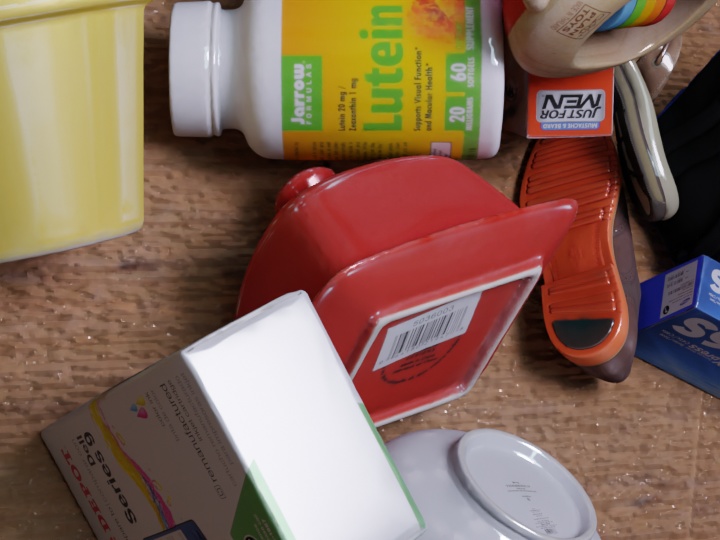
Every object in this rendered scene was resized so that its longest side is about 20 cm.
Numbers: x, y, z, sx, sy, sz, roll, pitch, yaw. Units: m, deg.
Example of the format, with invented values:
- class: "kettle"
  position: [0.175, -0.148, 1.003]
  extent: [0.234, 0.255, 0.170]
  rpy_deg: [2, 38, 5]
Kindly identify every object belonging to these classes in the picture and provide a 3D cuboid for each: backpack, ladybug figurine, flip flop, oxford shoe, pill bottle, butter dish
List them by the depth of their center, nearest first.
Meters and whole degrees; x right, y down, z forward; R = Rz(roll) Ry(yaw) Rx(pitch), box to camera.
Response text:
- class: "ladybug figurine"
  position: [0.149, -0.176, 1.258]
  extent: [0.200, 0.136, 0.072]
  rpy_deg: [-11, 64, -56]
- class: "butter dish"
  position: [0.000, 0.000, 1.268]
  extent: [0.200, 0.200, 0.148]
  rpy_deg: [-17, 60, -35]
- class: "pill bottle"
  position: [-0.015, -0.123, 1.282]
  extent: [0.199, 0.111, 0.111]
  rpy_deg: [0, 71, 0]
- class: "flip flop"
  position: [0.193, -0.134, 1.413]
  extent: [0.057, 0.081, 0.200]
  rpy_deg: [-13, 82, 0]
- class: "oxford shoe"
  position: [0.154, -0.017, 1.433]
  extent: [0.073, 0.071, 0.200]
  rpy_deg: [46, 39, -53]
- class: "backpack"
  position: [0.302, -0.074, 1.451]
  extent: [0.168, 0.200, 0.163]
  rpy_deg: [-10, 64, -41]

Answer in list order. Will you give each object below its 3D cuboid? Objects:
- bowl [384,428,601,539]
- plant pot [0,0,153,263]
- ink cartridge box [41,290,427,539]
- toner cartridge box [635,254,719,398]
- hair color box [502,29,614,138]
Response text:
- class: "bowl"
  position: [0.075, 0.157, 1.235]
  extent: [0.201, 0.090, 0.201]
  rpy_deg: [25, 27, -14]
- class: "plant pot"
  position: [-0.202, -0.103, 1.156]
  extent: [0.200, 0.201, 0.189]
  rpy_deg: [-14, 97, -35]
- class: "ink cartridge box"
  position: [-0.075, 0.113, 1.147]
  extent: [0.087, 0.200, 0.146]
  rpy_deg: [-28, 91, -33]
- class: "toner cartridge box"
  position: [0.282, 0.060, 1.457]
  extent: [0.200, 0.095, 0.043]
  rpy_deg: [26, 62, -22]
- class: "hair color box"
  position: [0.124, -0.192, 1.383]
  extent: [0.064, 0.111, 0.200]
  rpy_deg: [-3, 100, -12]
